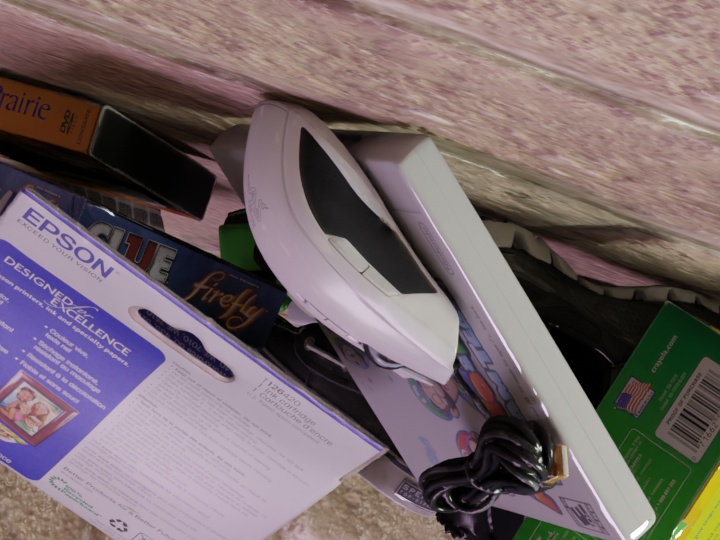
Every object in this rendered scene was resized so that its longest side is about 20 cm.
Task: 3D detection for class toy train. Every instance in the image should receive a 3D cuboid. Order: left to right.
[{"bbox_3d":[-0.056,-0.008,1.442,0.042,0.057,0.200,-5,-177,1],"label":"toy train"}]

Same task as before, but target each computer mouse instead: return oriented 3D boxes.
[{"bbox_3d":[0.005,0.020,1.092,0.200,0.044,0.110,54,161,-6],"label":"computer mouse"}]

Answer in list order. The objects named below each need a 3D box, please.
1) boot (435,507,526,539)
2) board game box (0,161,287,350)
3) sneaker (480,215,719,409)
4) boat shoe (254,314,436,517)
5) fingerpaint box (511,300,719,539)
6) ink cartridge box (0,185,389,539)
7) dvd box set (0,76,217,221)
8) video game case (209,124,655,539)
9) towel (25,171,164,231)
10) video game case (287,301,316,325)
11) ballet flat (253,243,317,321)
[{"bbox_3d":[0.072,0.099,1.520,0.168,0.076,0.200,44,150,27],"label":"boot"},{"bbox_3d":[-0.147,-0.022,1.316,0.135,0.035,0.200,25,178,-43],"label":"board game box"},{"bbox_3d":[0.120,0.045,1.260,0.200,0.066,0.091,21,-143,-27],"label":"sneaker"},{"bbox_3d":[-0.006,0.057,1.421,0.072,0.068,0.200,29,-174,-39],"label":"boat shoe"},{"bbox_3d":[0.147,0.132,1.235,0.073,0.200,0.167,35,-175,35],"label":"fingerpaint box"},{"bbox_3d":[-0.105,0.050,1.207,0.198,0.047,0.200,37,139,-11],"label":"ink cartridge box"},{"bbox_3d":[-0.191,-0.078,1.376,0.200,0.029,0.146,16,173,22],"label":"dvd box set"},{"bbox_3d":[0.028,0.025,1.148,0.200,0.024,0.182,58,159,-19],"label":"video game case"},{"bbox_3d":[-0.182,-0.008,1.532,0.200,0.086,0.166,22,-159,-40],"label":"towel"},{"bbox_3d":[0.080,0.036,1.541,0.200,0.023,0.182,6,180,-22],"label":"video game case"},{"bbox_3d":[0.000,0.000,1.365,0.073,0.073,0.200,15,175,26],"label":"ballet flat"}]
